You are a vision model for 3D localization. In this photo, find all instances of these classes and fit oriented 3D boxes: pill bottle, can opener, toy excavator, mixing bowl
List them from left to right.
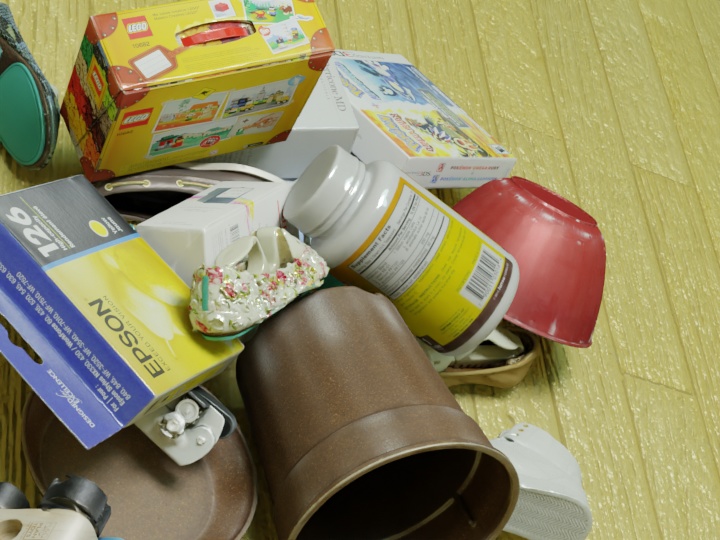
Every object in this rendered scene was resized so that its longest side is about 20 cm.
[{"bbox_3d":[-0.187,0.249,1.190,0.193,0.201,0.100,-2,35,20],"label":"toy excavator"},{"bbox_3d":[-0.187,0.075,1.349,0.200,0.053,0.066,41,4,0],"label":"can opener"},{"bbox_3d":[0.033,-0.020,1.488,0.200,0.109,0.109,36,37,-18],"label":"pill bottle"},{"bbox_3d":[0.162,-0.022,1.667,0.199,0.109,0.200,26,13,-7],"label":"mixing bowl"}]

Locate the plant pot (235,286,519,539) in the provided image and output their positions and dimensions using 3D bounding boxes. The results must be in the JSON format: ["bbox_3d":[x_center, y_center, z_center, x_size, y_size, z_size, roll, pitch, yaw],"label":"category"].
[{"bbox_3d":[-0.001,0.134,1.388,0.199,0.201,0.199,7,39,-34],"label":"plant pot"}]

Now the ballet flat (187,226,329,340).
[{"bbox_3d":[-0.076,0.000,1.365,0.200,0.075,0.064,-38,122,-67],"label":"ballet flat"}]

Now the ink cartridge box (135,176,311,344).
[{"bbox_3d":[-0.111,-0.007,1.465,0.067,0.118,0.200,3,16,23],"label":"ink cartridge box"}]

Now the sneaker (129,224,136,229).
[{"bbox_3d":[-0.186,0.000,1.447,0.078,0.080,0.200,48,36,11],"label":"sneaker"}]

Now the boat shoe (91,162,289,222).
[{"bbox_3d":[-0.150,-0.063,1.546,0.199,0.072,0.060,13,53,-20],"label":"boat shoe"}]

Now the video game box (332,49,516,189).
[{"bbox_3d":[0.037,-0.157,1.767,0.182,0.047,0.200,-7,43,-48],"label":"video game box"}]

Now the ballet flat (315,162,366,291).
[{"bbox_3d":[0.000,0.000,1.569,0.063,0.068,0.201,25,68,-40],"label":"ballet flat"}]

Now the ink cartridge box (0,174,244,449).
[{"bbox_3d":[-0.204,0.021,1.279,0.198,0.047,0.200,47,22,6],"label":"ink cartridge box"}]

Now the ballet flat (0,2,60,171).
[{"bbox_3d":[-0.306,-0.172,1.538,0.074,0.074,0.201,-9,61,-44],"label":"ballet flat"}]

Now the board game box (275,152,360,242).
[{"bbox_3d":[-0.025,-0.063,1.677,0.151,0.037,0.201,16,44,-28],"label":"board game box"}]

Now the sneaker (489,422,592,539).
[{"bbox_3d":[0.108,0.174,1.533,0.199,0.074,0.116,23,21,-5],"label":"sneaker"}]

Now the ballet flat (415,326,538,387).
[{"bbox_3d":[0.083,0.072,1.594,0.199,0.063,0.069,0,54,-38],"label":"ballet flat"}]

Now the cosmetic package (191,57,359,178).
[{"bbox_3d":[-0.113,-0.144,1.619,0.199,0.071,0.102,-3,51,-23],"label":"cosmetic package"}]

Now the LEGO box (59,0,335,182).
[{"bbox_3d":[-0.142,-0.162,1.475,0.199,0.149,0.077,-14,68,-28],"label":"LEGO box"}]

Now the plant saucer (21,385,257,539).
[{"bbox_3d":[-0.176,0.152,1.339,0.200,0.037,0.201,23,41,-21],"label":"plant saucer"}]
